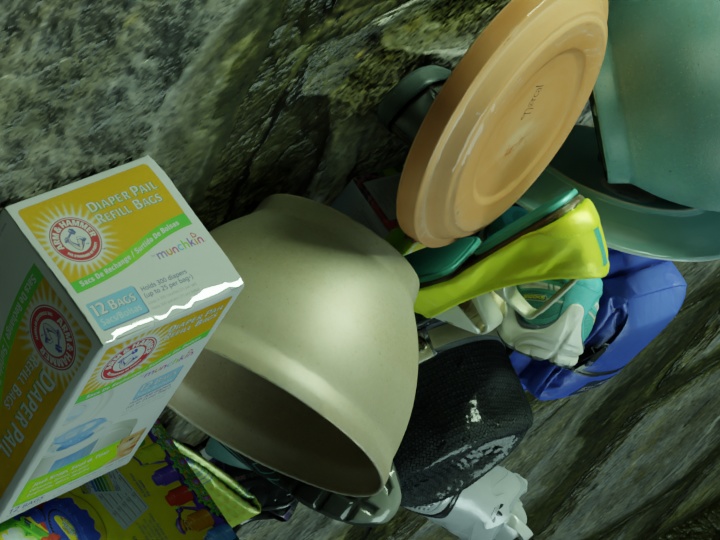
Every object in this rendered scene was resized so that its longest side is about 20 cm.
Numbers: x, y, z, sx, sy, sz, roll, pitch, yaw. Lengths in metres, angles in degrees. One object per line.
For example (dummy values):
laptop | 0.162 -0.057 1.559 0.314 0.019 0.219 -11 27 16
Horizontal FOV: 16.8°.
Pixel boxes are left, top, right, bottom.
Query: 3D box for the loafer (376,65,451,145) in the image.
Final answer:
loafer | 0.076 -0.093 1.636 0.072 0.063 0.200 -46 162 20

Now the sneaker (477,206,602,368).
sneaker | 0.133 -0.001 1.693 0.200 0.077 0.080 -109 -138 -66

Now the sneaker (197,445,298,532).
sneaker | -0.065 0.157 1.978 0.200 0.088 0.076 -37 163 -4

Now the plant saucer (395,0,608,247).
plant saucer | 0.096 -0.098 1.538 0.200 0.032 0.200 -47 159 -24

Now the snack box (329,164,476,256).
snack box | 0.000 0.000 1.746 0.142 0.053 0.200 -16 155 -49

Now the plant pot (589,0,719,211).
plant pot | 0.221 -0.129 1.666 0.134 0.201 0.200 -10 164 4

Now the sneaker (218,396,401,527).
sneaker | -0.045 0.114 1.683 0.075 0.200 0.079 -49 152 -11

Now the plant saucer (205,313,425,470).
plant saucer | -0.023 0.098 1.834 0.200 0.036 0.200 -32 166 -9

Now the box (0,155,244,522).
box | -0.170 0.042 1.424 0.112 0.101 0.200 -23 159 -41

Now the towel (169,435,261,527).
towel | -0.186 0.184 1.736 0.200 0.023 0.144 -34 128 26

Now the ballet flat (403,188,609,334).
ballet flat | 0.086 0.006 1.605 0.200 0.067 0.067 -22 -167 45

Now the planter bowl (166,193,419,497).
planter bowl | -0.044 0.037 1.566 0.135 0.200 0.200 -61 171 -19

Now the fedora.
fedora | 0.053 0.110 1.765 0.200 0.092 0.201 -28 156 -14

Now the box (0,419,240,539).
box | -0.205 0.181 1.556 0.192 0.200 0.122 -20 158 -43

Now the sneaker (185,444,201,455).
sneaker | -0.160 0.157 1.831 0.200 0.076 0.088 76 34 -60

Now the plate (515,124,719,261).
plate | 0.182 -0.064 1.730 0.200 0.200 0.026 -15 130 -52

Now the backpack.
backpack | 0.136 0.021 1.898 0.162 0.168 0.200 -6 149 -49

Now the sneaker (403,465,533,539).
sneaker | 0.058 0.165 1.929 0.075 0.115 0.200 -59 -154 -2
